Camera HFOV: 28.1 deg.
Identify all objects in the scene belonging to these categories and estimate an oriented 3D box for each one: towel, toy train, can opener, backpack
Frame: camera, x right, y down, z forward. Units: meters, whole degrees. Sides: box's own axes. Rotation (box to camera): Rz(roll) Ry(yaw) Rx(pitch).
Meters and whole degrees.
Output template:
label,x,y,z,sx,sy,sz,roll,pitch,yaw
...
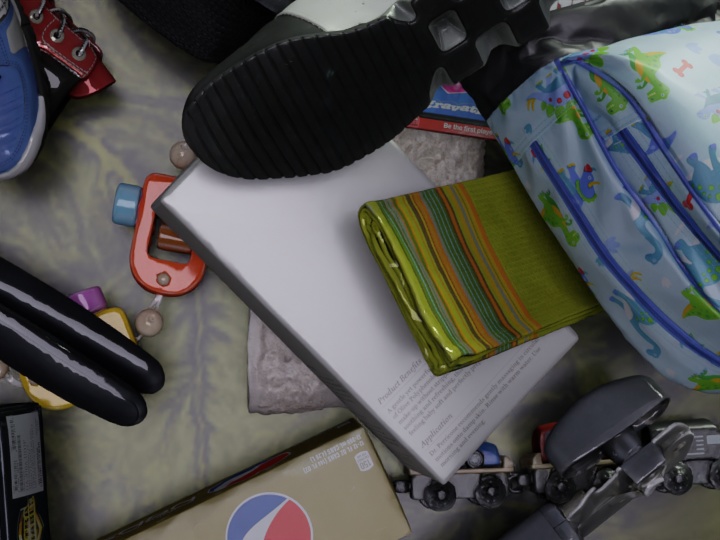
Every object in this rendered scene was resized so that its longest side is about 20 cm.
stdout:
label,x,y,z,sx,sy,sz,roll,pitch,yaw
towel,0.004,-0.020,0.799,0.132,0.034,0.201,1,88,-4
toy train,-0.167,0.001,0.776,0.199,0.056,0.151,6,84,-7
towel,0.085,-0.012,0.714,0.200,0.018,0.086,-17,77,-45
toy train,0.116,0.106,0.804,0.199,0.034,0.046,-3,85,-5
can opener,0.090,0.134,0.766,0.200,0.053,0.067,-36,62,-3
can opener,-0.189,0.016,0.722,0.199,0.079,0.064,25,44,-8
backpack,0.165,-0.039,0.698,0.163,0.154,0.201,-12,82,-37

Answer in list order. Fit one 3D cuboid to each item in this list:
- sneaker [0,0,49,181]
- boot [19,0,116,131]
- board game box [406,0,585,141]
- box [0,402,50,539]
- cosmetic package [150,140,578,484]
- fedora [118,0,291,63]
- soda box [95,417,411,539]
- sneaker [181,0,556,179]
label,x,y,z,sx,sy,sz,roll,pitch,yaw
sneaker,-0.210,-0.135,0.698,0.075,0.077,0.201,-16,107,5
boot,-0.180,-0.169,0.762,0.144,0.072,0.201,23,102,-3
board game box,0.106,-0.118,0.791,0.199,0.019,0.103,6,93,-18
box,-0.251,0.151,0.729,0.199,0.046,0.160,-4,89,18
cosmetic package,0.000,0.000,0.734,0.108,0.085,0.200,-44,97,-9
fedora,-0.084,-0.181,0.754,0.201,0.201,0.092,47,121,-2
soda box,-0.077,0.150,0.768,0.199,0.068,0.064,-26,90,-5
sneaker,0.003,-0.114,0.673,0.199,0.089,0.074,-28,129,-4
